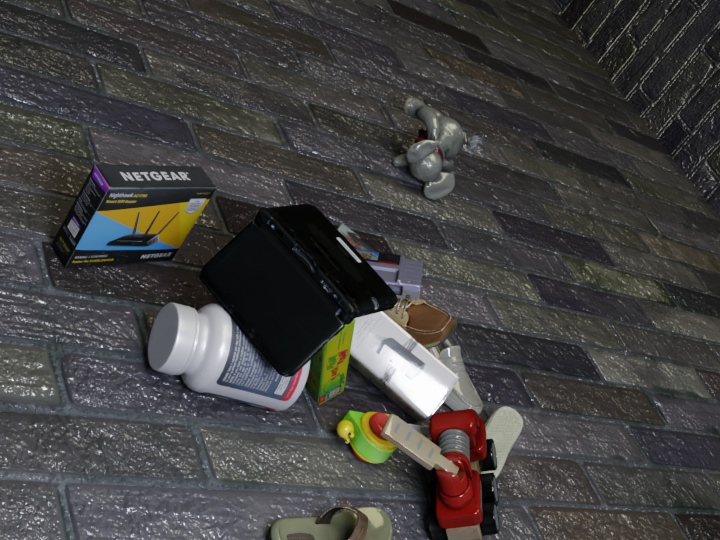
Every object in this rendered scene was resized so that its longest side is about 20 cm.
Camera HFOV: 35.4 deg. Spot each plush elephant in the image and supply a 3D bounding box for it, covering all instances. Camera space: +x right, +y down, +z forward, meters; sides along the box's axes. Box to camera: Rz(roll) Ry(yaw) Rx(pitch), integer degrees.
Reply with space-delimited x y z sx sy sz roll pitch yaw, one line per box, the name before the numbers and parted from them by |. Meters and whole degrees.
plush elephant | 0.143 -0.246 2.376 0.154 0.167 0.198 -40 38 -25

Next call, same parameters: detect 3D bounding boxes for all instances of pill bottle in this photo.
pill bottle | -0.177 0.111 1.514 0.198 0.120 0.121 18 34 -33

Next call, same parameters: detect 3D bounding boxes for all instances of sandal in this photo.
sandal | -0.028 0.334 1.434 0.199 0.058 0.080 5 43 -46

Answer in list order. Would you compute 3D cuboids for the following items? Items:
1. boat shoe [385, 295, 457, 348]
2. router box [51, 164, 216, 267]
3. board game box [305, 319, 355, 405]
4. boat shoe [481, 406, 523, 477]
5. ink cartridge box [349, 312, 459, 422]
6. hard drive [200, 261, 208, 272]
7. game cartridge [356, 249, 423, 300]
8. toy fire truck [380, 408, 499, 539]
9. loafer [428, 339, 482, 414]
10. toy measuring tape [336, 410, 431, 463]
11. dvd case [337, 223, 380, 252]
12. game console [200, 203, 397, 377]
boat shoe | 0.065 0.071 1.801 0.076 0.198 0.074 -50 125 -25
router box | -0.317 -0.078 1.589 0.198 0.150 0.051 -7 50 -51
board game box | -0.061 0.095 1.595 0.047 0.201 0.102 -26 63 -22
boat shoe | 0.187 0.287 1.746 0.074 0.063 0.200 39 44 9
ink cartridge box | 0.043 0.133 1.708 0.199 0.085 0.146 42 -8 2
hard drive | -0.145 0.022 1.767 0.140 0.033 0.199 45 30 11
game cartridge | 0.000 0.000 1.788 0.196 0.039 0.130 8 23 3
toy fire truck | 0.113 0.254 1.570 0.178 0.126 0.202 -83 160 -51
loafer | 0.141 0.154 1.868 0.069 0.070 0.201 -4 50 -51
toy measuring tape | 0.049 0.247 1.635 0.198 0.074 0.074 15 36 -36
dvd case | 0.010 -0.020 1.952 0.145 0.022 0.200 37 11 -1
game console | -0.080 0.021 1.506 0.200 0.117 0.175 47 29 21
